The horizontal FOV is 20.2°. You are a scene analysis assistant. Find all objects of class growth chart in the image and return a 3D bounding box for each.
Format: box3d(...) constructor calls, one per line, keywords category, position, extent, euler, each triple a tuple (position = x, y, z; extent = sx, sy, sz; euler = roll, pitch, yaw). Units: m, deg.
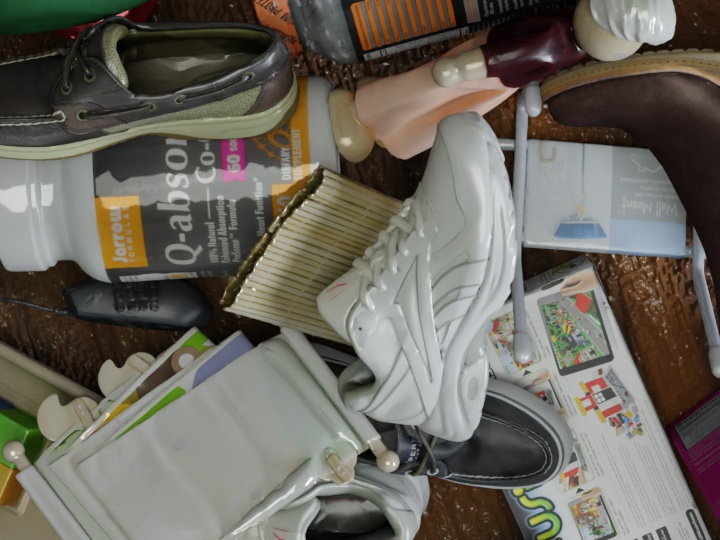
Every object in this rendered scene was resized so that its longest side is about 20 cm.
box3d(category="growth chart", position=(-0.097, 0.103, 1.179), extent=(0.200, 0.018, 0.145), euler=(-29, 69, -8))

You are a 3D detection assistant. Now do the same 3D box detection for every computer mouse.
box3d(category="computer mouse", position=(-0.187, 0.012, 1.231), extent=(0.199, 0.059, 0.034), euler=(5, 84, 3))

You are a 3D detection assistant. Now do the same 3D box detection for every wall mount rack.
box3d(category="wall mount rack", position=(0.150, -0.022, 1.191), extent=(0.199, 0.075, 0.175), euler=(4, 78, -3))

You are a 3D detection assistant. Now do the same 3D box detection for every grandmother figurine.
box3d(category="grandmother figurine", position=(0.084, -0.116, 1.115), extent=(0.199, 0.121, 0.061), euler=(-19, 104, 32))

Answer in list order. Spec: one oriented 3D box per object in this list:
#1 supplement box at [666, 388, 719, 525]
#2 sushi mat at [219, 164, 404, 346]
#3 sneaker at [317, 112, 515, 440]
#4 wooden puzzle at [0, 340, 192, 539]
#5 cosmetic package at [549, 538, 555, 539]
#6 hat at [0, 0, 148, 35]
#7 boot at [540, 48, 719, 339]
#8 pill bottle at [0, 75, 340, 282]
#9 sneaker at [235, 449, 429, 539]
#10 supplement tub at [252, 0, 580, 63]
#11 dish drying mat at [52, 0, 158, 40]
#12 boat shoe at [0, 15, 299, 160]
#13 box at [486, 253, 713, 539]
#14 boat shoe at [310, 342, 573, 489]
box3d(category="supplement box", position=(0.260, 0.127, 1.180), extent=(0.103, 0.200, 0.101), euler=(-36, 99, 8))
box3d(category="sushi mat", position=(0.000, 0.000, 1.171), extent=(0.012, 0.200, 0.096), euler=(44, 102, 29))
box3d(category="sneaker", position=(0.028, 0.007, 1.110), extent=(0.099, 0.078, 0.201), euler=(3, 117, -9))
box3d(category="wooden puzzle", position=(-0.205, 0.162, 1.230), extent=(0.185, 0.046, 0.201), euler=(27, 103, 17))
box3d(category="cosmetic package", position=(0.067, 0.266, 1.251), extent=(0.200, 0.073, 0.104), euler=(-36, 101, 18))
box3d(category="hat", position=(-0.107, -0.171, 1.124), extent=(0.175, 0.200, 0.166), euler=(19, 71, -10))
box3d(category="boot", position=(0.198, -0.039, 1.129), extent=(0.199, 0.072, 0.167), euler=(-1, 92, 19))
box3d(category="pill bottle", position=(-0.111, -0.052, 1.183), extent=(0.199, 0.116, 0.117), euler=(-4, 101, 0))
box3d(category="sneaker", position=(-0.057, 0.147, 1.231), extent=(0.199, 0.099, 0.078), euler=(-7, 101, 1))
box3d(category="supplement tub", position=(0.033, -0.191, 1.153), extent=(0.199, 0.123, 0.123), euler=(-14, 101, 2))
box3d(category="dish drying mat", position=(-0.129, -0.225, 1.198), extent=(0.077, 0.018, 0.200), euler=(28, 101, -2))
box3d(category="boat shoe", position=(-0.135, -0.109, 1.112), extent=(0.199, 0.073, 0.065), euler=(-7, 143, -2))
box3d(category="box", position=(0.132, 0.103, 1.257), extent=(0.110, 0.035, 0.201), euler=(-23, 101, 4))
box3d(category="boat shoe", position=(0.026, 0.093, 1.214), extent=(0.199, 0.066, 0.070), euler=(18, 115, 11))
